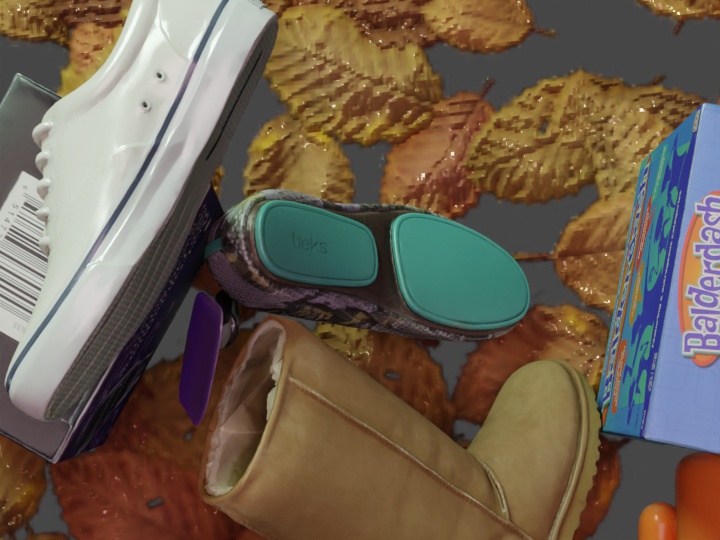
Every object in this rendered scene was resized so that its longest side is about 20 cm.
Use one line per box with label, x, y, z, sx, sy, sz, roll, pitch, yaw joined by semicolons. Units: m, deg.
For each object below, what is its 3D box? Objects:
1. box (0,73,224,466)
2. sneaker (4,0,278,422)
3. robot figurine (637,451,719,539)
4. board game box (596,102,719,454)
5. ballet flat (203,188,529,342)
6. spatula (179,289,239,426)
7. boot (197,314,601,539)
box;-0.146;0.004;0.884;0.104;0.200;0.149;29;87;0
sneaker;-0.107;-0.035;0.758;0.070;0.073;0.201;25;78;7
robot figurine;0.220;0.157;0.912;0.143;0.117;0.202;-1;86;-6
board game box;0.158;0.010;0.881;0.045;0.200;0.153;11;86;2
ballet flat;0.000;0.000;0.931;0.199;0.072;0.073;12;85;-40
spatula;-0.072;0.032;0.883;0.020;0.200;0.057;11;97;-1
boot;0.027;0.077;0.873;0.200;0.066;0.176;35;48;-29
